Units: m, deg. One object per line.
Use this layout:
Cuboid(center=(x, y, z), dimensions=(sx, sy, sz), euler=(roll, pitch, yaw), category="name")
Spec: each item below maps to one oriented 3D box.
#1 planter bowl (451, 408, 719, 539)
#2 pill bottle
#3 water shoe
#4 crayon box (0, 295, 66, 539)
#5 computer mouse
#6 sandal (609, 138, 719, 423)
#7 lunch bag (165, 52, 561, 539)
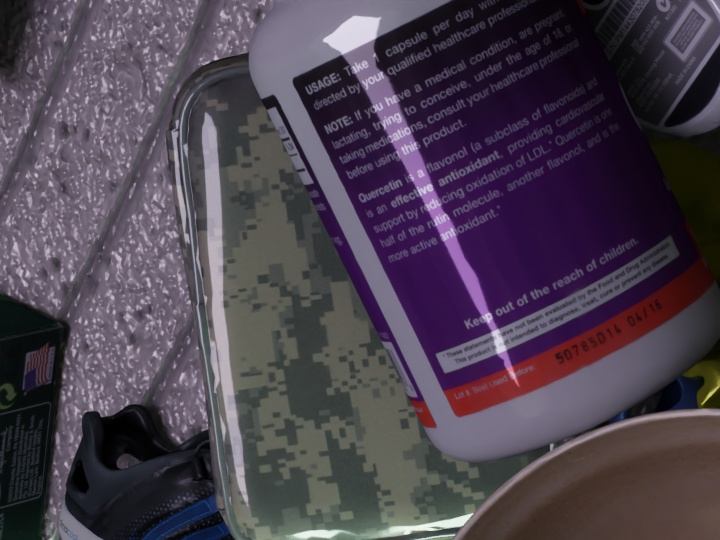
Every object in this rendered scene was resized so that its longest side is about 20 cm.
Cuboid(center=(0.126, 0.160, 0.835), dimensions=(0.200, 0.135, 0.201), euler=(-10, 65, 23), category="planter bowl")
Cuboid(center=(0.036, -0.044, 0.863), dimensions=(0.112, 0.112, 0.200), euler=(-21, 97, 41), category="pill bottle")
Cuboid(center=(-0.062, 0.111, 1.133), dimensions=(0.200, 0.071, 0.079), euler=(14, 105, 38), category="water shoe")
Cuboid(center=(-0.240, 0.058, 1.290), dimensions=(0.200, 0.051, 0.127), euler=(21, 112, 37), category="crayon box")
Cuboid(center=(0.069, -0.129, 0.899), dimensions=(0.200, 0.044, 0.110), euler=(47, 136, 14), category="computer mouse")
Cuboid(center=(0.129, 0.054, 0.962), dimensions=(0.087, 0.079, 0.200), euler=(-32, 74, 55), category="sandal")
Cuboid(center=(0.000, 0.000, 1.005), dimensions=(0.139, 0.168, 0.200), euler=(-9, 96, -3), category="lunch bag")
